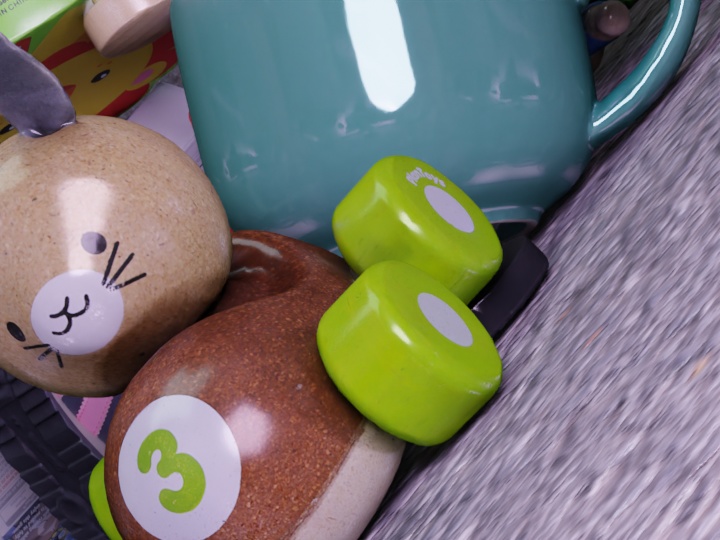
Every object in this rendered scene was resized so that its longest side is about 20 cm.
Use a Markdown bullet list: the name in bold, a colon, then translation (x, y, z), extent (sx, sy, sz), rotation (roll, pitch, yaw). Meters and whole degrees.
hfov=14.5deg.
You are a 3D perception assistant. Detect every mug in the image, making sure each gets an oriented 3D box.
- **mug**: translation (0.024, -0.066, 1.061), extent (0.185, 0.115, 0.152), rotation (-19, -10, 41)

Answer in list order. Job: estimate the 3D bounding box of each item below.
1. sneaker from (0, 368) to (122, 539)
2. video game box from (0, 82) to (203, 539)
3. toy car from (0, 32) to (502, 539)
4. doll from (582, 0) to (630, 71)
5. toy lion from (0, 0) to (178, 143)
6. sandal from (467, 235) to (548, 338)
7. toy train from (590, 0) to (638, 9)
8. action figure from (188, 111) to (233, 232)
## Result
- **sneaker**: translation (-0.115, 0.034, 1.138), extent (0.070, 0.200, 0.082), rotation (-16, 25, 43)
- **video game box**: translation (-0.106, 0.047, 1.262), extent (0.200, 0.047, 0.182), rotation (-50, -40, -23)
- **toy car**: translation (-0.081, 0.009, 0.902), extent (0.164, 0.200, 0.158), rotation (-47, 16, 21)
- **doll**: translation (0.061, -0.091, 1.270), extent (0.136, 0.049, 0.200), rotation (-27, -5, 29)
- **toy lion**: translation (-0.152, -0.074, 1.149), extent (0.200, 0.069, 0.192), rotation (-30, -11, -22)
- **sandal**: translation (0.009, 0.019, 1.035), extent (0.075, 0.045, 0.200), rotation (-51, 5, -25)
- **toy train**: translation (0.176, -0.196, 1.328), extent (0.200, 0.042, 0.056), rotation (-44, -13, 10)
- **action figure**: translation (-0.037, -0.053, 1.164), extent (0.052, 0.065, 0.200), rotation (-11, 69, 35)
